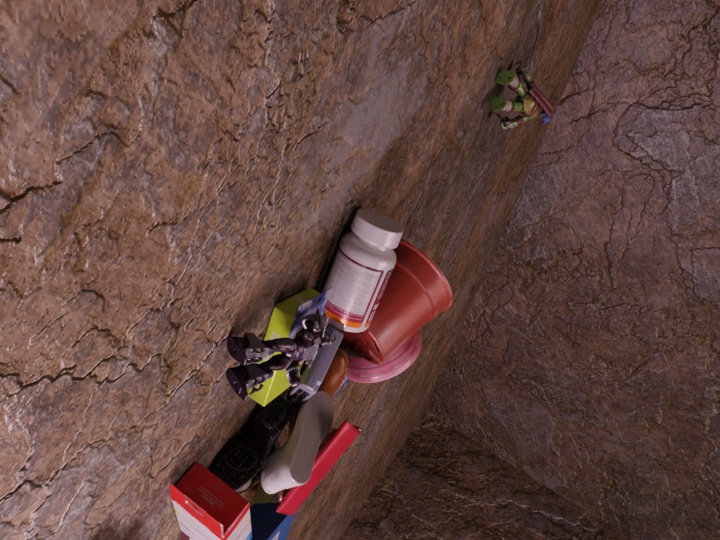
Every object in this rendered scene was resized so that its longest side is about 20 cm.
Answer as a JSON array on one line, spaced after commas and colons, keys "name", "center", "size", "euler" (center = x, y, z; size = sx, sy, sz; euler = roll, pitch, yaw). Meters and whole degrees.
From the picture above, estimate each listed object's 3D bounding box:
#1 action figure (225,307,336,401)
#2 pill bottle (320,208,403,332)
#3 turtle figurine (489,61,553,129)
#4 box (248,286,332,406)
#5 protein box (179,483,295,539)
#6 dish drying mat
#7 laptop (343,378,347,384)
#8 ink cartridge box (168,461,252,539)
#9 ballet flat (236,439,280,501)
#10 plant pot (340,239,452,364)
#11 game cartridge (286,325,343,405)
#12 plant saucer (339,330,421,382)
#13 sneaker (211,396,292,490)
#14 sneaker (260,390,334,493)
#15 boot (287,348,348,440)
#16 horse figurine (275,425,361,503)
[{"name": "action figure", "center": [-0.111, 0.126, 0.990], "size": [0.198, 0.069, 0.132], "euler": [-13, 124, -44]}, {"name": "pill bottle", "center": [0.000, 0.000, 1.165], "size": [0.109, 0.108, 0.203], "euler": [-26, 141, -63]}, {"name": "turtle figurine", "center": [0.390, -0.452, 1.691], "size": [0.144, 0.202, 0.192], "euler": [-44, 152, 28]}, {"name": "box", "center": [-0.121, 0.118, 1.097], "size": [0.122, 0.047, 0.203], "euler": [-30, 145, -63]}, {"name": "protein box", "center": [-0.243, 0.533, 1.240], "size": [0.198, 0.134, 0.202], "euler": [-36, 150, -56]}, {"name": "dish drying mat", "center": [-0.078, 0.366, 1.199], "size": [0.201, 0.018, 0.077], "euler": [-49, 153, -9]}, {"name": "laptop", "center": [0.012, 0.237, 1.563], "size": [0.179, 0.196, 0.105], "euler": [92, -2, -51]}, {"name": "ink cartridge box", "center": [-0.241, 0.394, 1.054], "size": [0.067, 0.115, 0.202], "euler": [-47, 159, -36]}, {"name": "ballet flat", "center": [-0.210, 0.378, 1.224], "size": [0.200, 0.067, 0.073], "euler": [-41, 144, -55]}, {"name": "plant pot", "center": [0.054, 0.073, 1.334], "size": [0.195, 0.200, 0.202], "euler": [-44, 158, -24]}, {"name": "game cartridge", "center": [-0.084, 0.174, 1.204], "size": [0.134, 0.041, 0.200], "euler": [-60, -177, -24]}, {"name": "plant saucer", "center": [0.035, 0.160, 1.428], "size": [0.201, 0.198, 0.051], "euler": [-48, 130, -38]}, {"name": "sneaker", "center": [-0.195, 0.326, 1.175], "size": [0.200, 0.076, 0.091], "euler": [-46, 167, -33]}, {"name": "sneaker", "center": [-0.123, 0.318, 1.203], "size": [0.115, 0.074, 0.201], "euler": [-33, -160, 37]}, {"name": "boot", "center": [-0.090, 0.265, 1.323], "size": [0.201, 0.076, 0.155], "euler": [-53, -173, 14]}, {"name": "horse figurine", "center": [-0.087, 0.364, 1.261], "size": [0.200, 0.050, 0.133], "euler": [-45, 163, -5]}]
